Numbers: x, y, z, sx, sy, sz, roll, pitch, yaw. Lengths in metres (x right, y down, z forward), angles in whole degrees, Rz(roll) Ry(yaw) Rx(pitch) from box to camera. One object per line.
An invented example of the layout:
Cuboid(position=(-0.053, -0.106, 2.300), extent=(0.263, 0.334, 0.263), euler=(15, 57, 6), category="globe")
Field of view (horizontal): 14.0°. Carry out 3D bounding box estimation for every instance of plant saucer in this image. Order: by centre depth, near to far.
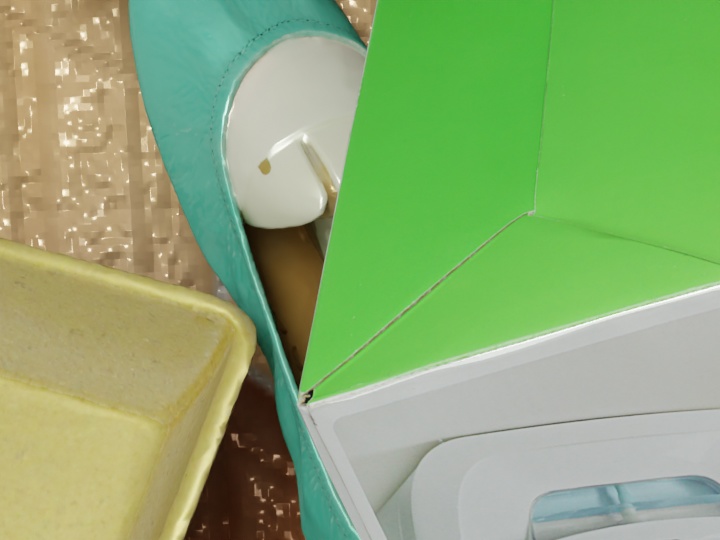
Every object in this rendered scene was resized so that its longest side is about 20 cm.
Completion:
Cuboid(position=(-0.142, 0.084, 0.760), extent=(0.199, 0.048, 0.201), euler=(15, 73, 18), category="plant saucer")

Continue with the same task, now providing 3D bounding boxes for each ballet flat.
Cuboid(position=(0.000, 0.000, 0.752), extent=(0.067, 0.070, 0.201), euler=(-22, 96, -24), category="ballet flat")

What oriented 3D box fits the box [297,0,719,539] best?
Cuboid(position=(0.068, 0.031, 0.650), extent=(0.096, 0.200, 0.177), euler=(-17, 118, 16), category="box")
